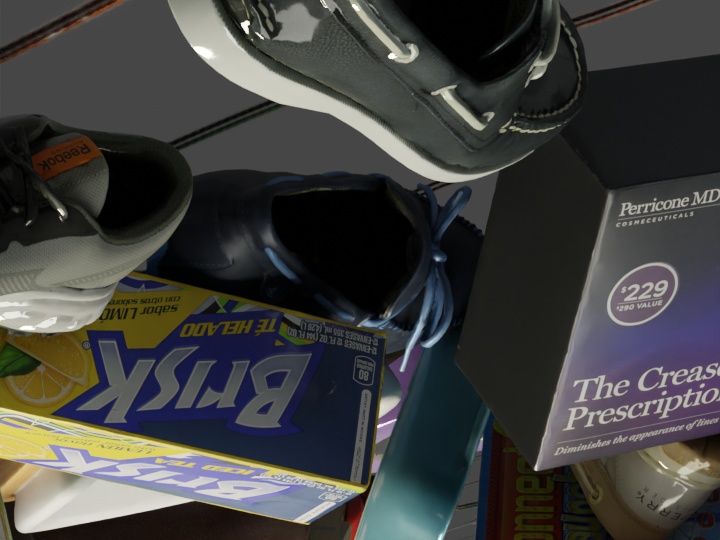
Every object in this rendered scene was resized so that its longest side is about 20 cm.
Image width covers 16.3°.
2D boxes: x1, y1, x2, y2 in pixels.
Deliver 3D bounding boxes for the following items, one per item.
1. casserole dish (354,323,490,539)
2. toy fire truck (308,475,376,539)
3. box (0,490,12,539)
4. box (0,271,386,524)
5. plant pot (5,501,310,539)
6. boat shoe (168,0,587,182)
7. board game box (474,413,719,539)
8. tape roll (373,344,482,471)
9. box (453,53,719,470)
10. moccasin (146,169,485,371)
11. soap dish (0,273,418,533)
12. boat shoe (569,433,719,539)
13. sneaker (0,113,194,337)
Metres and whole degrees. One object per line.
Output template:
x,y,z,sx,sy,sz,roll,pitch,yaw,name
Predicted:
0.028,0.091,1.121,0.039,0.121,0.200,20,153,2,casserole dish
-0.059,0.211,1.842,0.176,0.129,0.200,-16,156,7,toy fire truck
-0.195,0.126,1.045,0.101,0.200,0.113,-14,168,-7,box
-0.096,0.039,0.928,0.200,0.064,0.070,13,159,-17,box
-0.134,0.178,1.431,0.198,0.200,0.200,-21,170,-16,plant pot
0.024,-0.071,0.720,0.060,0.076,0.200,-15,170,30,boat shoe
0.149,0.124,1.107,0.196,0.056,0.200,0,-158,4,board game box
0.059,0.047,1.295,0.200,0.066,0.200,-15,169,-3,tape roll
0.151,-0.011,0.999,0.200,0.079,0.141,-10,129,-25,box
0.000,0.000,0.991,0.068,0.081,0.200,-9,175,36,moccasin
-0.080,0.054,1.147,0.157,0.081,0.200,-10,167,-24,soap dish
0.098,0.050,1.106,0.074,0.200,0.069,23,110,-24,boat shoe
-0.133,-0.019,0.800,0.079,0.074,0.200,-34,166,32,sneaker
